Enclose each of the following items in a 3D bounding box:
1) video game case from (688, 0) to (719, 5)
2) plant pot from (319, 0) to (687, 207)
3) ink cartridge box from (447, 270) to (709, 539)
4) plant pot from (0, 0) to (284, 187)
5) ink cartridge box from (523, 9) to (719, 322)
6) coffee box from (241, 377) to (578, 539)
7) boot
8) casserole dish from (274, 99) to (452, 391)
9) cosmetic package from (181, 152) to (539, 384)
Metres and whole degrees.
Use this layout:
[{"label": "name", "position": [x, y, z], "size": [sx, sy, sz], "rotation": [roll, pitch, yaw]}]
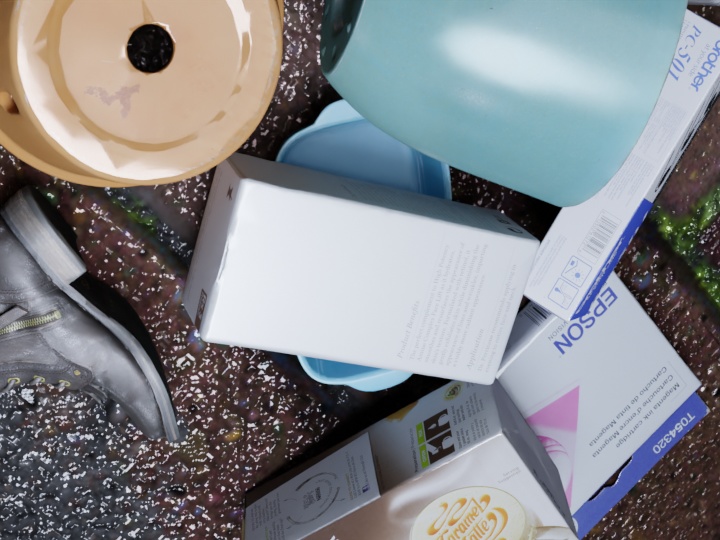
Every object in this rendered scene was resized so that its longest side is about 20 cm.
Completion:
[{"label": "video game case", "position": [0.305, -0.269, 0.789], "size": [0.180, 0.023, 0.203], "rotation": [6, 110, 15]}, {"label": "plant pot", "position": [0.067, -0.152, 0.708], "size": [0.159, 0.201, 0.203], "rotation": [12, 105, -13]}, {"label": "ink cartridge box", "position": [0.157, 0.120, 0.924], "size": [0.196, 0.043, 0.200], "rotation": [-45, 117, -1]}, {"label": "plant pot", "position": [-0.123, -0.131, 0.666], "size": [0.197, 0.140, 0.203], "rotation": [-7, 112, -19]}, {"label": "ink cartridge box", "position": [0.175, -0.064, 0.805], "size": [0.044, 0.094, 0.202], "rotation": [32, 100, 14]}, {"label": "coffee box", "position": [0.030, 0.166, 0.837], "size": [0.198, 0.080, 0.115], "rotation": [-29, 118, 13]}, {"label": "boot", "position": [-0.221, 0.062, 0.748], "size": [0.173, 0.069, 0.201], "rotation": [-34, 110, -3]}, {"label": "casserole dish", "position": [0.000, -0.019, 0.813], "size": [0.120, 0.039, 0.203], "rotation": [-14, 114, -16]}, {"label": "cosmetic package", "position": [0.000, 0.000, 0.759], "size": [0.198, 0.074, 0.103], "rotation": [12, 104, -22]}]
